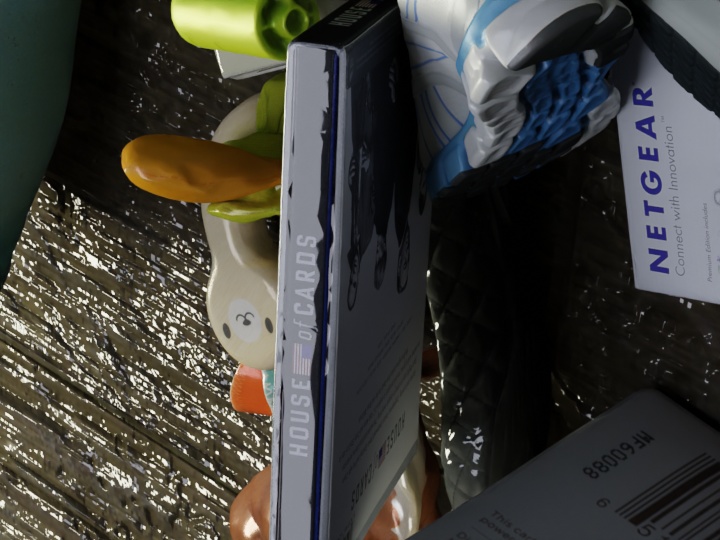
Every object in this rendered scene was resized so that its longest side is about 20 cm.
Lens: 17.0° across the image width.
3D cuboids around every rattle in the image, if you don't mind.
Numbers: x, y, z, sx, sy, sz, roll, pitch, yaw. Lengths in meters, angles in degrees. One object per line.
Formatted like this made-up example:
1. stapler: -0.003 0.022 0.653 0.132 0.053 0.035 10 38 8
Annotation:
1. rattle: -0.053 0.021 1.058 0.130 0.143 0.201 32 127 7

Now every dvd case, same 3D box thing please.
1. dvd case: 0.000 0.000 0.887 0.025 0.150 0.202 8 108 13

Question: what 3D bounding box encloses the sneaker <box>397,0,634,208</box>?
1. sneaker: 0.046 -0.086 0.848 0.087 0.075 0.200 61 169 12

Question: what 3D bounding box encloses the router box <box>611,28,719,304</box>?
1. router box: 0.169 -0.080 0.833 0.179 0.049 0.202 10 117 43

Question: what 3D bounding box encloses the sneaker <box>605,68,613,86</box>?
1. sneaker: 0.045 -0.135 0.888 0.073 0.112 0.201 22 124 39

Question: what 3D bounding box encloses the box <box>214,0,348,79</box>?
1. box: -0.032 -0.188 0.959 0.077 0.095 0.201 -8 105 48

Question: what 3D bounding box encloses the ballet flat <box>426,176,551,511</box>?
1. ballet flat: 0.044 0.023 1.003 0.056 0.066 0.202 0 102 26

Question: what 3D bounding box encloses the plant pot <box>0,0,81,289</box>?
1. plant pot: -0.221 -0.108 1.138 0.200 0.199 0.189 45 120 21

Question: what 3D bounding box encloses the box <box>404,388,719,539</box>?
1. box: 0.110 0.192 0.919 0.199 0.199 0.172 34 133 30

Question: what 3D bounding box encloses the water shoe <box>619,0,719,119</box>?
1. water shoe: 0.150 -0.079 0.772 0.072 0.079 0.200 48 179 -41

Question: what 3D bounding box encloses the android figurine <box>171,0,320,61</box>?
1. android figurine: -0.064 -0.168 0.892 0.199 0.041 0.183 12 118 51

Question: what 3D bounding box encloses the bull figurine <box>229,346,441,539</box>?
1. bull figurine: -0.003 0.111 1.072 0.200 0.065 0.122 -45 57 61
